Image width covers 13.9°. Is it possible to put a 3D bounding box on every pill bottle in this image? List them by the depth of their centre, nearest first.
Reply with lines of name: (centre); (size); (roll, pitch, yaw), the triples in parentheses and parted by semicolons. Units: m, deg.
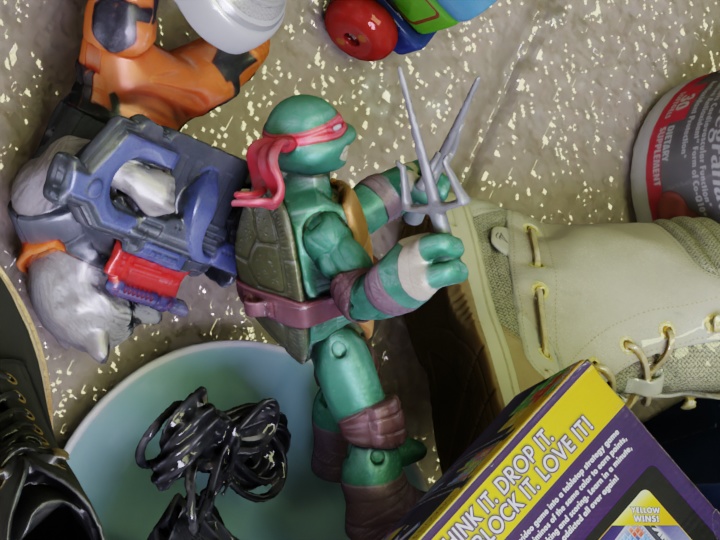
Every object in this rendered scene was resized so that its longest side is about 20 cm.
pill bottle: (0.221, -0.049, 1.317); (0.110, 0.200, 0.111); (6, 80, -33)

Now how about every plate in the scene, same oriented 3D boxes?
plate: (-0.052, 0.129, 1.216); (0.200, 0.026, 0.201); (4, 82, -34)

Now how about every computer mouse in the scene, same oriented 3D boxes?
computer mouse: (-0.076, 0.144, 1.137); (0.138, 0.053, 0.201); (20, 77, -76)

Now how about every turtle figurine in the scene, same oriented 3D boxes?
turtle figurine: (0.000, 0.000, 1.159); (0.100, 0.150, 0.201); (-3, 114, 5)

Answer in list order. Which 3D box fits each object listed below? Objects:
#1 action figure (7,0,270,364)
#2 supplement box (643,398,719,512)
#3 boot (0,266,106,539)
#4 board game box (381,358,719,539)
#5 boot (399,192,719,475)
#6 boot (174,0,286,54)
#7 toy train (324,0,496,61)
action figure: (-0.078, -0.052, 1.202); (0.200, 0.104, 0.194); (36, 70, -54)
supplement box: (0.207, 0.157, 1.281); (0.134, 0.200, 0.200); (-26, 100, -32)
boot: (-0.135, 0.054, 1.089); (0.077, 0.138, 0.200); (-20, 86, -18)
board game box: (0.067, 0.159, 1.087); (0.165, 0.057, 0.200); (49, 56, -4)
boot: (0.107, 0.046, 1.241); (0.154, 0.072, 0.200); (4, 43, -18)
boot: (-0.030, -0.188, 1.142); (0.073, 0.095, 0.201); (22, 55, -45)
toy train: (-0.006, -0.183, 1.232); (0.200, 0.116, 0.085); (47, 61, -20)
